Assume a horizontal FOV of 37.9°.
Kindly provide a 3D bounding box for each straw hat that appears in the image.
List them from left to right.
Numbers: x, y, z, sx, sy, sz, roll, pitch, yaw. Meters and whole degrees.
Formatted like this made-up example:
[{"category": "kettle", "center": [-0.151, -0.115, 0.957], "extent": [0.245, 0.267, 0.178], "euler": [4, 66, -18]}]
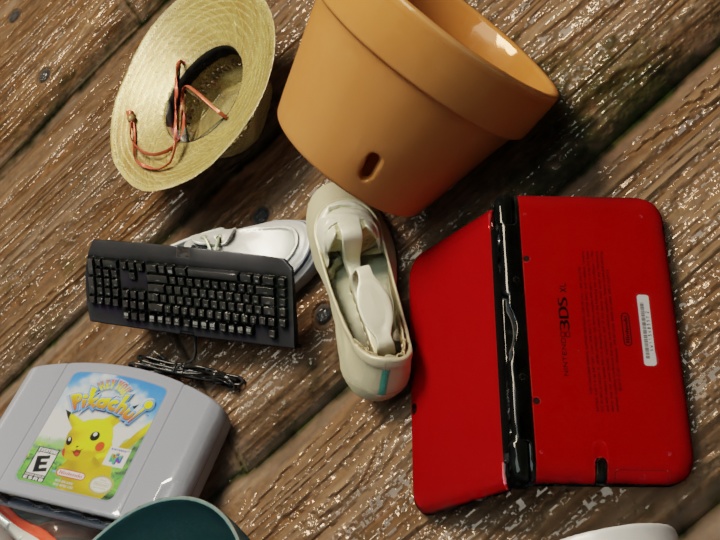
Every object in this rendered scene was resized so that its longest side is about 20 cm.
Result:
[{"category": "straw hat", "center": [-0.129, -0.150, 0.945], "extent": [0.199, 0.085, 0.204], "euler": [-15, 64, 32]}]

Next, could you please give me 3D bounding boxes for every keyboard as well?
[{"category": "keyboard", "center": [-0.140, 0.043, 0.862], "extent": [0.197, 0.021, 0.129], "euler": [6, 112, 23]}]

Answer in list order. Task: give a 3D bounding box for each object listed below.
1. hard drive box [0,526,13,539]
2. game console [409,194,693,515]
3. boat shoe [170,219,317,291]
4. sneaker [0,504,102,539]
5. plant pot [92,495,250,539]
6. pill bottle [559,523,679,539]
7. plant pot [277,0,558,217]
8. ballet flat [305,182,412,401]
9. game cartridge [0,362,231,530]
[{"category": "hard drive box", "center": [-0.326, 0.267, 0.835], "extent": [0.199, 0.156, 0.077], "euler": [36, 89, 38]}, {"category": "game console", "center": [0.124, 0.062, 0.736], "extent": [0.170, 0.119, 0.203], "euler": [1, 66, -2]}, {"category": "boat shoe", "center": [-0.126, 0.003, 0.885], "extent": [0.198, 0.067, 0.074], "euler": [-22, 59, 22]}, {"category": "sneaker", "center": [-0.269, 0.196, 0.898], "extent": [0.199, 0.078, 0.082], "euler": [30, 63, 34]}, {"category": "plant pot", "center": [-0.114, 0.274, 0.701], "extent": [0.198, 0.135, 0.202], "euler": [-25, 41, 23]}, {"category": "pill bottle", "center": [0.155, 0.250, 0.572], "extent": [0.113, 0.114, 0.202], "euler": [-22, 59, 21]}, {"category": "plant pot", "center": [0.028, -0.137, 0.788], "extent": [0.141, 0.199, 0.201], "euler": [-51, 51, 21]}, {"category": "ballet flat", "center": [0.000, 0.000, 0.805], "extent": [0.069, 0.069, 0.202], "euler": [-27, 59, 18]}, {"category": "game cartridge", "center": [-0.212, 0.140, 0.855], "extent": [0.197, 0.041, 0.134], "euler": [7, 48, 21]}]
